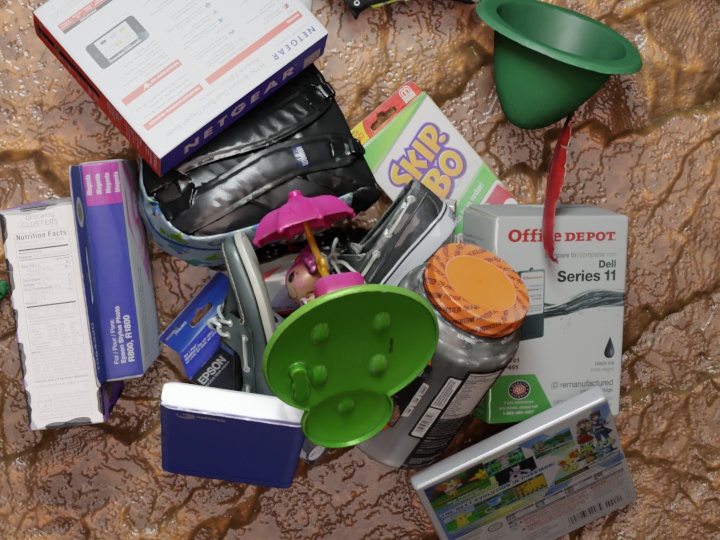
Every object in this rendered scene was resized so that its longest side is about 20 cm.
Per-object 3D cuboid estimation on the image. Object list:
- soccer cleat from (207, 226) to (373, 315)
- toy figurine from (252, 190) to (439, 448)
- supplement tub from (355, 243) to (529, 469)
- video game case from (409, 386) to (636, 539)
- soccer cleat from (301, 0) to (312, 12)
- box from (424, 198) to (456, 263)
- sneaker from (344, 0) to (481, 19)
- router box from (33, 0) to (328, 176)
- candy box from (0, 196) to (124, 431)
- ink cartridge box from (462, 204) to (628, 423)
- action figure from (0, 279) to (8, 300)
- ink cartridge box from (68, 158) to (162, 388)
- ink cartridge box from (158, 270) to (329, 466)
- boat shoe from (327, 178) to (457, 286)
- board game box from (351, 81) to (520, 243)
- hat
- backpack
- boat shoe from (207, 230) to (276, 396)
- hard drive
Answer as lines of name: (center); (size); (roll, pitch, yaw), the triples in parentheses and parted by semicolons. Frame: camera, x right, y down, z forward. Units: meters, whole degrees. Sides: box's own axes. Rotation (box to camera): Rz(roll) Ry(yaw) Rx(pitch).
soccer cleat: (-0.048, 0.006, 1.385); (0.199, 0.068, 0.073); (-8, 114, -3)
toy figurine: (-0.031, 0.023, 1.228); (0.150, 0.184, 0.200); (-10, 137, -11)
supplement tub: (0.065, 0.078, 1.281); (0.122, 0.123, 0.200); (27, 127, -5)
video game case: (0.163, 0.212, 1.375); (0.200, 0.022, 0.182); (-25, 135, 0)
soccer cleat: (-0.140, -0.263, 1.358); (0.200, 0.070, 0.087); (22, 68, 0)
box: (0.067, 0.028, 1.383); (0.041, 0.039, 0.201); (5, 103, 7)
sneaker: (0.019, -0.279, 1.362); (0.199, 0.072, 0.083); (19, 101, 3)
router box: (-0.162, -0.215, 1.277); (0.200, 0.049, 0.180); (-38, 82, -16)
candy box: (-0.276, 0.033, 1.317); (0.071, 0.168, 0.201); (-8, 95, -3)
ink cartridge box: (0.175, 0.039, 1.363); (0.146, 0.083, 0.201); (-2, 98, -18)
action figure: (-0.432, 0.063, 1.369); (0.200, 0.055, 0.118); (-28, 94, -7)
ink cartridge box: (-0.222, -0.004, 1.301); (0.043, 0.200, 0.197); (-7, 96, -2)
ink cartridge box: (-0.091, 0.097, 1.367); (0.200, 0.039, 0.099); (37, 108, -17)
boat shoe: (0.001, 0.001, 1.311); (0.068, 0.074, 0.199); (42, 99, -17)
board game box: (0.080, -0.084, 1.398); (0.095, 0.030, 0.200); (-41, 93, 1)
hat: (0.161, -0.147, 1.346); (0.165, 0.200, 0.176); (23, 116, 10)
backpack: (-0.112, -0.086, 1.328); (0.200, 0.154, 0.163); (-24, 80, -29)
boat shoe: (-0.107, 0.059, 1.289); (0.062, 0.073, 0.200); (-12, 120, 0)
hard drive: (-0.121, 0.159, 1.327); (0.132, 0.200, 0.025); (9, 65, -4)
